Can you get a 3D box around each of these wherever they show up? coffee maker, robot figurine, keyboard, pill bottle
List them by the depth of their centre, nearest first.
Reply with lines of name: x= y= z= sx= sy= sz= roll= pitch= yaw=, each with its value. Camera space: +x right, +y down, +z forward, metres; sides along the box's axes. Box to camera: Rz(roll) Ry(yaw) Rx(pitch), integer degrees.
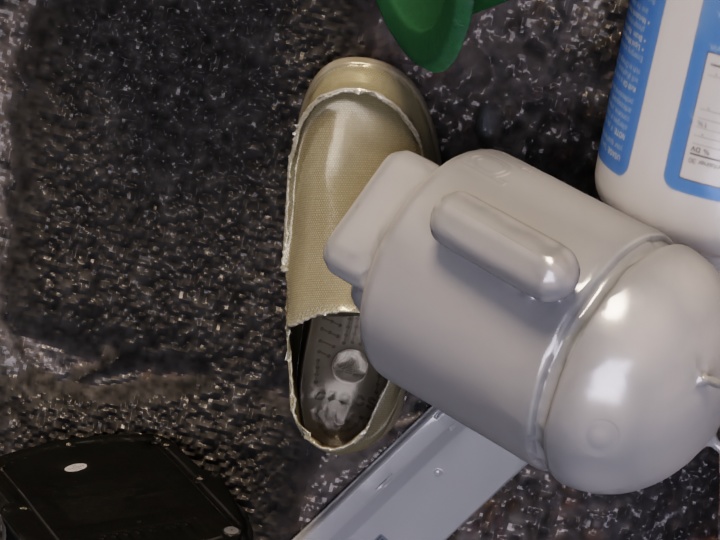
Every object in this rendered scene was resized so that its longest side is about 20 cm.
robot figurine: x=0.080 y=0.022 z=0.939 sx=0.200 sy=0.170 sz=0.113 roll=30 pitch=81 yaw=29
pill bottle: x=0.167 y=-0.072 z=0.983 sx=0.112 sy=0.112 sz=0.201 roll=11 pitch=110 yaw=0
coffee maker: x=-0.120 y=0.207 z=1.055 sx=0.134 sy=0.192 sz=0.201 roll=1 pitch=110 yaw=-5
keyboard: x=0.002 y=0.141 z=1.123 sx=0.056 sy=0.011 sz=0.200 roll=40 pitch=107 yaw=-15

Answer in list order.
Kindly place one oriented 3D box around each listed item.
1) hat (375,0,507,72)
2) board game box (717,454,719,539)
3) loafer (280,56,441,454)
hat: x=0.102 y=-0.174 z=0.942 sx=0.175 sy=0.200 sz=0.166 roll=-9 pitch=135 yaw=-15
board game box: x=0.268 y=0.169 z=1.009 sx=0.199 sy=0.097 sz=0.160 roll=2 pitch=83 yaw=21
loafer: x=0.000 y=0.000 z=1.040 sx=0.075 sy=0.068 sz=0.201 roll=2 pitch=109 yaw=3
